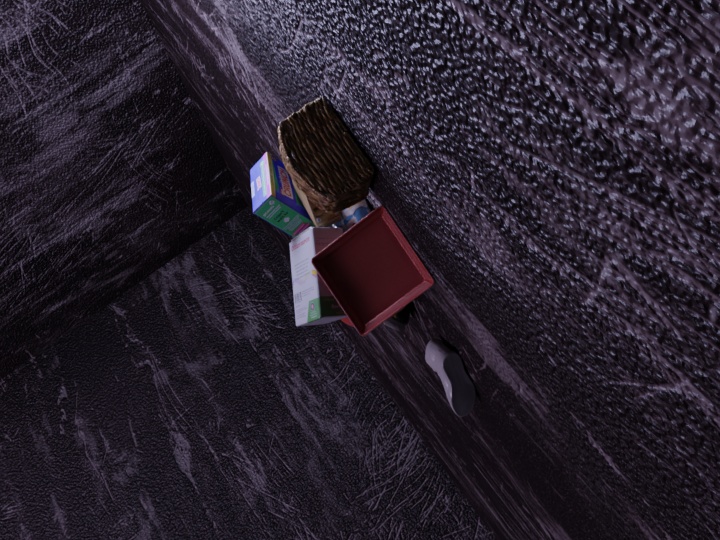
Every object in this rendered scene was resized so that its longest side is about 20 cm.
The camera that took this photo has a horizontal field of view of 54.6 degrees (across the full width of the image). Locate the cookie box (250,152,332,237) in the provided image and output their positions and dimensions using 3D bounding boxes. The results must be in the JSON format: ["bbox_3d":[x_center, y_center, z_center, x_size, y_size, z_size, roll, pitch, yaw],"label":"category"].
[{"bbox_3d":[-0.167,-0.167,1.692,0.198,0.075,0.173,30,-148,-34],"label":"cookie box"}]

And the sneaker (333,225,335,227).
[{"bbox_3d":[-0.021,-0.045,1.906,0.202,0.075,0.088,55,171,0],"label":"sneaker"}]

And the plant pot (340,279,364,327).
[{"bbox_3d":[0.029,0.033,1.623,0.202,0.199,0.177,56,163,-7],"label":"plant pot"}]

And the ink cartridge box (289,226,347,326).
[{"bbox_3d":[-0.094,0.015,1.587,0.145,0.086,0.205,-24,72,61],"label":"ink cartridge box"}]

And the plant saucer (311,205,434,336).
[{"bbox_3d":[0.027,0.001,1.491,0.202,0.198,0.037,55,-172,2],"label":"plant saucer"}]

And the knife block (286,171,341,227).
[{"bbox_3d":[-0.121,-0.202,1.634,0.175,0.063,0.204,-159,48,-75],"label":"knife block"}]

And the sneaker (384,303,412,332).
[{"bbox_3d":[0.051,0.082,1.775,0.198,0.086,0.074,29,-178,-38],"label":"sneaker"}]

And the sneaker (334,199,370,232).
[{"bbox_3d":[-0.015,-0.112,1.635,0.082,0.075,0.200,60,172,16],"label":"sneaker"}]

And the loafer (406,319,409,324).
[{"bbox_3d":[0.067,0.091,1.925,0.200,0.072,0.072,48,169,44],"label":"loafer"}]

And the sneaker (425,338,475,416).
[{"bbox_3d":[0.222,0.261,1.747,0.116,0.073,0.203,43,154,59],"label":"sneaker"}]

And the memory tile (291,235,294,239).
[{"bbox_3d":[-0.116,-0.024,1.748,0.153,0.017,0.204,21,-135,-67],"label":"memory tile"}]

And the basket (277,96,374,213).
[{"bbox_3d":[-0.080,-0.215,1.417,0.202,0.141,0.149,55,170,6],"label":"basket"}]
